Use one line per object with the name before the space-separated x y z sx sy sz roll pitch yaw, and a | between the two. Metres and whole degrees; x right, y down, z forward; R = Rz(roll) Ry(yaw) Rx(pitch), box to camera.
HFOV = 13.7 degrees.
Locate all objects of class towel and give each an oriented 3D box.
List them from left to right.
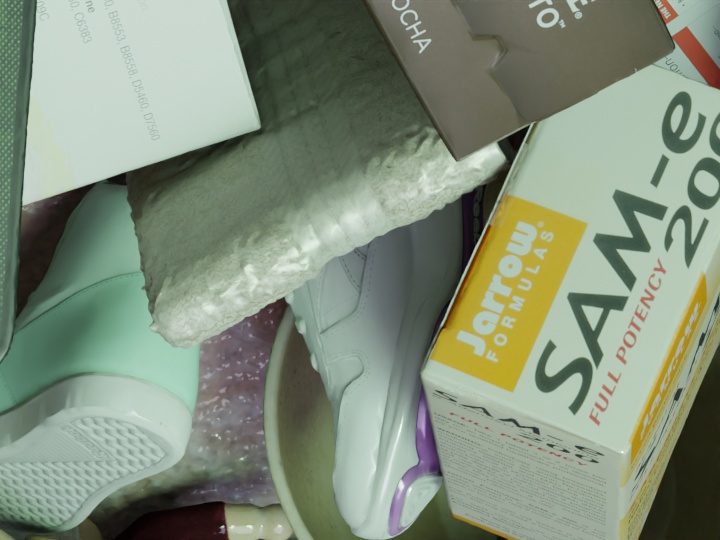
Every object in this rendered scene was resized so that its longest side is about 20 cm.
towel | -0.023 -0.053 1.046 0.132 0.200 0.035 -30 120 9

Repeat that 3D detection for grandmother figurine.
grandmother figurine | -0.071 0.138 1.281 0.200 0.061 0.122 17 113 -24

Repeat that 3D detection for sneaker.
sneaker | -0.114 0.030 1.170 0.074 0.118 0.200 29 151 -27
sneaker | 0.000 0.000 1.122 0.099 0.201 0.075 1 170 22

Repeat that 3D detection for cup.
cup | 0.072 0.071 1.200 0.200 0.201 0.143 -22 158 2

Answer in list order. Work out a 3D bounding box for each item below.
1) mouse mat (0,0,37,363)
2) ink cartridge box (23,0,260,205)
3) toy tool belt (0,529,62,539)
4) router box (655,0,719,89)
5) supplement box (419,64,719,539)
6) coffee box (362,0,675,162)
mouse mat | -0.178 -0.071 0.910 0.160 0.008 0.201 4 88 -12
ink cartridge box | -0.127 -0.106 1.016 0.199 0.129 0.125 -17 131 -2
toy tool belt | -0.133 0.200 1.164 0.123 0.125 0.201 15 88 -53
router box | 0.171 -0.126 1.143 0.179 0.049 0.200 -34 130 11
supplement box | 0.082 0.020 1.030 0.073 0.126 0.200 22 166 11
coffee box | 0.023 -0.141 0.978 0.080 0.200 0.113 -27 124 6
